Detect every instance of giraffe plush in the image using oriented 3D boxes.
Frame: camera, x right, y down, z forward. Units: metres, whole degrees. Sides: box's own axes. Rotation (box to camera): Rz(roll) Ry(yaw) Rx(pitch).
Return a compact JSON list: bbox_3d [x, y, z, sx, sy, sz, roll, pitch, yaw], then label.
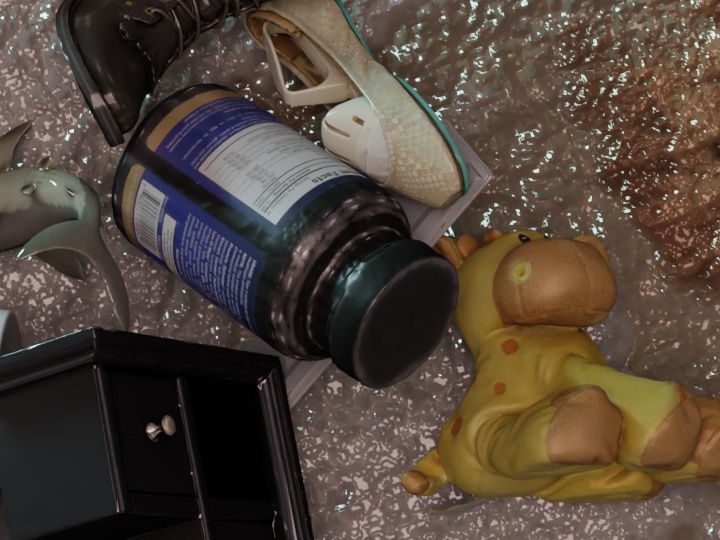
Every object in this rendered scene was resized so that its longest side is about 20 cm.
[{"bbox_3d":[0.110,0.049,1.557,0.199,0.172,0.163,-14,73,35],"label":"giraffe plush"}]

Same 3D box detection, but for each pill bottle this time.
[{"bbox_3d":[-0.042,-0.018,1.528,0.200,0.112,0.112,35,88,33],"label":"pill bottle"}]

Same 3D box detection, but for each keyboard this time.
[{"bbox_3d":[0.000,0.000,1.577,0.200,0.011,0.056,-49,46,14],"label":"keyboard"}]

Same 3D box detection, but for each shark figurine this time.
[{"bbox_3d":[-0.184,-0.020,1.572,0.128,0.214,0.090,-50,122,-29],"label":"shark figurine"}]

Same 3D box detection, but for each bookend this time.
[{"bbox_3d":[-0.115,0.145,1.493,0.092,0.200,0.200,-18,74,26],"label":"bookend"}]

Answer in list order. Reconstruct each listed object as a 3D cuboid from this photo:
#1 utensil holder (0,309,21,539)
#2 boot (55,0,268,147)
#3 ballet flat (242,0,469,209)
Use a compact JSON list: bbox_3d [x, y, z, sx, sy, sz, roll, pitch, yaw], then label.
[{"bbox_3d":[-0.304,0.095,1.540,0.199,0.170,0.171,2,87,0],"label":"utensil holder"},{"bbox_3d":[-0.083,-0.163,1.547,0.173,0.200,0.069,-16,128,10],"label":"boot"},{"bbox_3d":[-0.008,-0.097,1.562,0.062,0.068,0.200,-21,50,-19],"label":"ballet flat"}]
